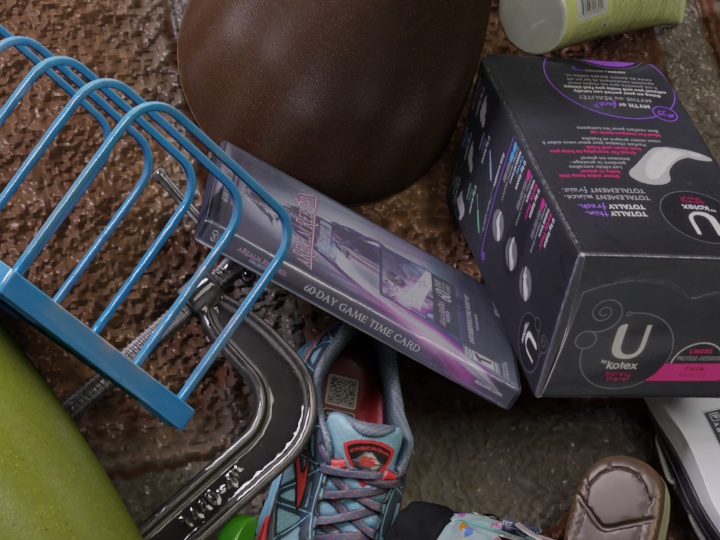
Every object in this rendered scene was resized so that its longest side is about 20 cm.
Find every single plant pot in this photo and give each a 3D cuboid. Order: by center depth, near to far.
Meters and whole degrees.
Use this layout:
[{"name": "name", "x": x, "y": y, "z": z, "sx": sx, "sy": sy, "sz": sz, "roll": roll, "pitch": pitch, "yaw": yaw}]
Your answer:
[{"name": "plant pot", "x": -0.189, "y": 0.145, "z": 1.039, "sx": 0.200, "sy": 0.187, "sz": 0.187, "roll": 45, "pitch": 61, "yaw": -6}, {"name": "plant pot", "x": 0.003, "y": -0.166, "z": 1.220, "sx": 0.185, "sy": 0.200, "sz": 0.189, "roll": 7, "pitch": 64, "yaw": -15}]

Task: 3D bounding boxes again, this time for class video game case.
[{"name": "video game case", "x": 0.000, "y": 0.000, "z": 1.189, "sx": 0.199, "sy": 0.019, "sz": 0.143, "roll": 30, "pitch": 18, "yaw": -10}]

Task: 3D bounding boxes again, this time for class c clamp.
[{"name": "c clamp", "x": -0.116, "y": 0.070, "z": 1.143, "sx": 0.171, "sy": 0.027, "sz": 0.200, "roll": 41, "pitch": 79, "yaw": 13}]

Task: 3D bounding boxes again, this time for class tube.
[{"name": "tube", "x": 0.161, "y": -0.178, "z": 1.319, "sx": 0.199, "sy": 0.058, "sz": 0.052, "roll": -23, "pitch": 78, "yaw": -48}]

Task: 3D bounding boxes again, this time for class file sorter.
[{"name": "file sorter", "x": -0.151, "y": -0.033, "z": 1.070, "sx": 0.123, "sy": 0.199, "sz": 0.139, "roll": -54, "pitch": 131, "yaw": -8}]

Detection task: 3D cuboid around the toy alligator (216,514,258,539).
[{"name": "toy alligator", "x": -0.090, "y": 0.227, "z": 1.101, "sx": 0.054, "sy": 0.059, "sz": 0.201, "roll": 48, "pitch": 56, "yaw": -44}]

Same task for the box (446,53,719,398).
[{"name": "box", "x": 0.139, "y": -0.027, "z": 1.213, "sx": 0.121, "sy": 0.107, "sz": 0.201, "roll": 1, "pitch": 37, "yaw": -17}]

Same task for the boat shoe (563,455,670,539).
[{"name": "boat shoe", "x": 0.134, "y": 0.209, "z": 1.173, "sx": 0.071, "sy": 0.076, "sz": 0.201, "roll": 19, "pitch": 80, "yaw": 25}]

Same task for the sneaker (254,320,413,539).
[{"name": "sneaker", "x": -0.013, "y": 0.115, "z": 1.148, "sx": 0.079, "sy": 0.096, "sz": 0.202, "roll": 7, "pitch": 65, "yaw": -15}]

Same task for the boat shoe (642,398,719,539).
[{"name": "boat shoe", "x": 0.209, "y": 0.102, "z": 1.248, "sx": 0.071, "sy": 0.068, "sz": 0.201, "roll": -9, "pitch": 48, "yaw": -14}]

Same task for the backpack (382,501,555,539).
[{"name": "backpack", "x": 0.093, "y": 0.213, "z": 1.074, "sx": 0.198, "sy": 0.127, "sz": 0.168, "roll": 12, "pitch": 77, "yaw": 23}]
